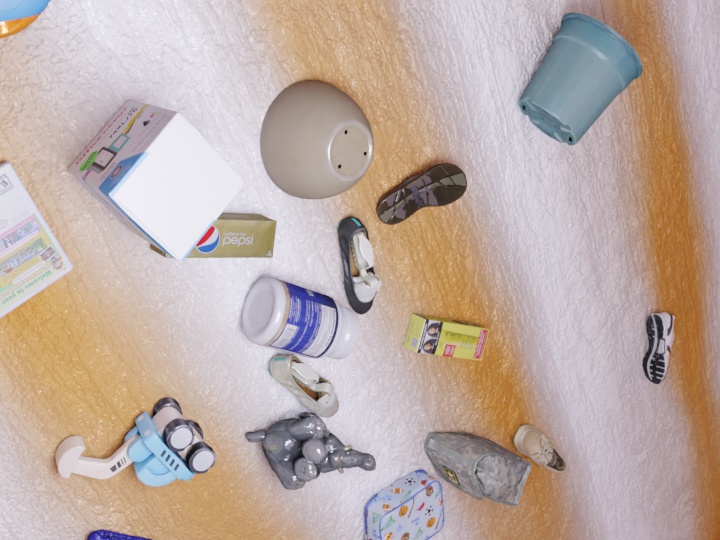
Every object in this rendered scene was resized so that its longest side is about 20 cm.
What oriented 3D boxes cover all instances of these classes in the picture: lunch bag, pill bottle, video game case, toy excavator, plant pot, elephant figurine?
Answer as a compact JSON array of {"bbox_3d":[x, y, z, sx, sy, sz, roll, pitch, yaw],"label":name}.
[{"bbox_3d":[0.091,0.535,1.801,0.197,0.075,0.164,-22,119,-32],"label":"lunch bag"},{"bbox_3d":[-0.102,0.091,1.482,0.198,0.115,0.118,20,92,-40],"label":"pill bottle"},{"bbox_3d":[-0.532,-0.022,1.173,0.199,0.022,0.185,-38,124,-24],"label":"video game case"},{"bbox_3d":[-0.364,0.300,1.367,0.199,0.100,0.196,-41,124,-10],"label":"toy excavator"},{"bbox_3d":[-0.052,-0.210,1.413,0.197,0.133,0.205,-13,113,-34],"label":"plant pot"},{"bbox_3d":[-0.087,0.338,1.573,0.140,0.157,0.199,-34,160,17],"label":"elephant figurine"},{"bbox_3d":[0.246,0.423,1.824,0.198,0.163,0.120,25,86,-39],"label":"lunch bag"},{"bbox_3d":[0.437,-0.379,1.712,0.199,0.200,0.198,37,89,-39],"label":"plant pot"}]

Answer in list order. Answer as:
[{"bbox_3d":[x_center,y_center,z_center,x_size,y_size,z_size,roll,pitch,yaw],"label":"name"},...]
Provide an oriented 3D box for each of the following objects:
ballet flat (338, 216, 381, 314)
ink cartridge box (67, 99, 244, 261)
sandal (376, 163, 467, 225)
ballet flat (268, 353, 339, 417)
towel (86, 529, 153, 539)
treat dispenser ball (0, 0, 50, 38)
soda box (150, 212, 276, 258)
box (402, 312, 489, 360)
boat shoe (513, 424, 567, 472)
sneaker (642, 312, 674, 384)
[{"bbox_3d":[0.000,0.000,1.562,0.067,0.068,0.204,-28,120,-28],"label":"ballet flat"},{"bbox_3d":[-0.297,-0.134,1.205,0.148,0.199,0.146,-52,126,-12],"label":"ink cartridge box"},{"bbox_3d":[0.114,-0.149,1.619,0.197,0.055,0.083,-28,114,-11],"label":"sandal"},{"bbox_3d":[-0.089,0.217,1.555,0.199,0.061,0.069,39,48,-39],"label":"ballet flat"},{"bbox_3d":[-0.430,0.546,1.414,0.146,0.049,0.204,26,87,-41],"label":"towel"},{"bbox_3d":[-0.461,-0.381,0.998,0.197,0.199,0.206,-13,112,-34],"label":"treat dispenser ball"},{"bbox_3d":[-0.236,-0.058,1.361,0.196,0.067,0.066,-1,105,-37],"label":"soda box"},{"bbox_3d":[0.182,0.141,1.759,0.197,0.050,0.077,12,96,-40],"label":"box"},{"bbox_3d":[0.443,0.438,2.046,0.200,0.064,0.073,43,78,-38],"label":"boat shoe"},{"bbox_3d":[0.812,0.208,2.255,0.079,0.073,0.205,-13,112,-36],"label":"sneaker"}]
